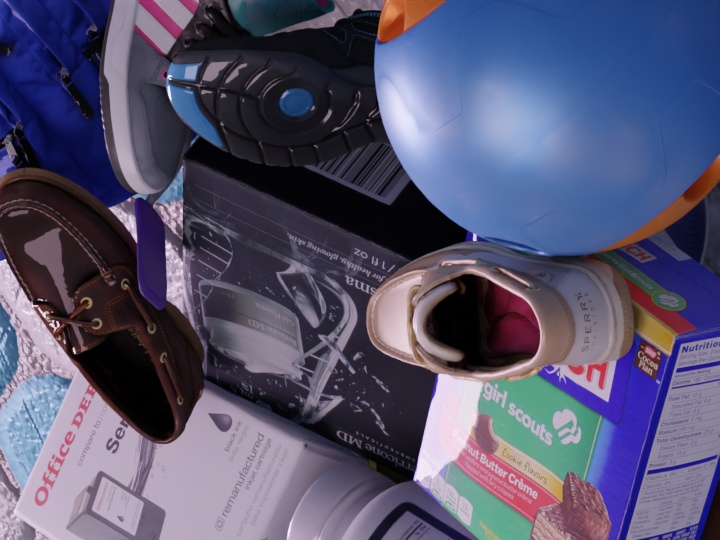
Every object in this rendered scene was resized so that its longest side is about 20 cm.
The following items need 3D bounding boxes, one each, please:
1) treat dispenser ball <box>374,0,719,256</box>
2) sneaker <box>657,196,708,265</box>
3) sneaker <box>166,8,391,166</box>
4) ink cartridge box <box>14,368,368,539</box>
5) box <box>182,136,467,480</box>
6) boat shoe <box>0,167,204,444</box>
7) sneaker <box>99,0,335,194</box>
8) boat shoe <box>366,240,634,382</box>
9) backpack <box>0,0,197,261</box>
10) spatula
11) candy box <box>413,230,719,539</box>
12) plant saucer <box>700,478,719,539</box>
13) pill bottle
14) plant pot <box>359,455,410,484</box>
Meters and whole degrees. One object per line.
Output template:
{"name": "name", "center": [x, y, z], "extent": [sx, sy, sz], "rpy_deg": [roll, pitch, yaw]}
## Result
{"name": "treat dispenser ball", "center": [0.107, -0.108, 1.269], "extent": [0.200, 0.201, 0.202], "rpy_deg": [22, 139, 21]}
{"name": "sneaker", "center": [0.146, 0.010, 1.451], "extent": [0.115, 0.081, 0.200], "rpy_deg": [11, 135, 28]}
{"name": "sneaker", "center": [-0.015, -0.108, 1.395], "extent": [0.199, 0.082, 0.073], "rpy_deg": [4, 132, -15]}
{"name": "ink cartridge box", "center": [-0.115, 0.144, 1.613], "extent": [0.199, 0.146, 0.084], "rpy_deg": [26, -177, 36]}
{"name": "box", "center": [0.000, 0.000, 1.527], "extent": [0.199, 0.124, 0.197], "rpy_deg": [24, 141, 18]}
{"name": "boat shoe", "center": [-0.159, 0.024, 1.495], "extent": [0.070, 0.071, 0.200], "rpy_deg": [-19, 128, 29]}
{"name": "sneaker", "center": [-0.078, -0.142, 1.427], "extent": [0.120, 0.201, 0.084], "rpy_deg": [4, 174, 23]}
{"name": "boat shoe", "center": [0.058, 0.023, 1.316], "extent": [0.200, 0.069, 0.074], "rpy_deg": [-5, 94, 54]}
{"name": "backpack", "center": [-0.218, -0.124, 1.545], "extent": [0.162, 0.168, 0.200], "rpy_deg": [-22, 111, 35]}
{"name": "spatula", "center": [-0.113, -0.074, 1.504], "extent": [0.020, 0.201, 0.057], "rpy_deg": [7, 164, 17]}
{"name": "candy box", "center": [0.123, 0.073, 1.366], "extent": [0.169, 0.077, 0.201], "rpy_deg": [39, 127, 41]}
{"name": "plant saucer", "center": [0.177, 0.144, 1.430], "extent": [0.200, 0.037, 0.201], "rpy_deg": [26, 128, 37]}
{"name": "pill bottle", "center": [0.051, 0.196, 1.485], "extent": [0.200, 0.111, 0.112], "rpy_deg": [29, 143, 36]}
{"name": "plant pot", "center": [-0.023, 0.180, 1.692], "extent": [0.190, 0.200, 0.200], "rpy_deg": [-30, 107, 37]}
